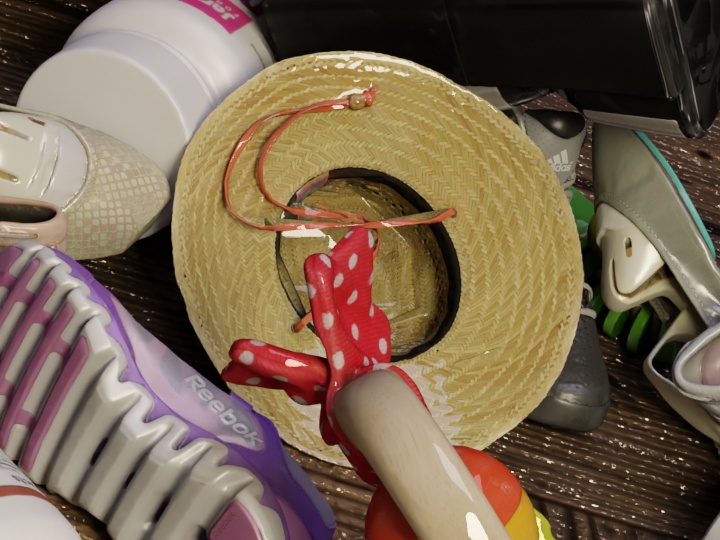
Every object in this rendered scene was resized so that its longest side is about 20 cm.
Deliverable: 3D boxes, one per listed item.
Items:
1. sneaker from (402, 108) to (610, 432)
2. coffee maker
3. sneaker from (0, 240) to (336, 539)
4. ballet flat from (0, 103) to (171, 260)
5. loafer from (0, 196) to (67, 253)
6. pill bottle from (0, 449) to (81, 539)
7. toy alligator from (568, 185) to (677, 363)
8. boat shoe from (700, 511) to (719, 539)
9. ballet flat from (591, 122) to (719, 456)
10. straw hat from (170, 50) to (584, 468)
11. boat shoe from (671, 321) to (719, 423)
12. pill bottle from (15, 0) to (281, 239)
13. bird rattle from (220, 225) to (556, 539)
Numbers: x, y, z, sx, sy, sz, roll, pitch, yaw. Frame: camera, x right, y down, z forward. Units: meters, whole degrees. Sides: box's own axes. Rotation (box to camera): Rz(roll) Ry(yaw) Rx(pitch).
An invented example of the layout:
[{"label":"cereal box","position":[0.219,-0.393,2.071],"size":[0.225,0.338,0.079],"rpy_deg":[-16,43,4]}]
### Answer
[{"label":"sneaker","position":[0.085,-0.019,1.403],"size":[0.075,0.116,0.200],"rpy_deg":[9,33,-30]},{"label":"coffee maker","position":[0.062,-0.140,1.326],"size":[0.199,0.135,0.192],"rpy_deg":[0,-19,24]},{"label":"sneaker","position":[-0.084,0.067,1.175],"size":[0.200,0.081,0.088],"rpy_deg":[47,29,23]},{"label":"ballet flat","position":[-0.185,-0.050,1.268],"size":[0.199,0.068,0.062],"rpy_deg":[12,-13,2]},{"label":"loafer","position":[-0.224,-0.027,1.222],"size":[0.199,0.063,0.072],"rpy_deg":[16,30,-18]},{"label":"pill bottle","position":[-0.169,0.102,1.003],"size":[0.112,0.112,0.200],"rpy_deg":[-11,45,-48]},{"label":"toy alligator","position":[0.120,-0.005,1.481],"size":[0.200,0.059,0.054],"rpy_deg":[36,70,17]},{"label":"boat shoe","position":[0.232,0.114,1.347],"size":[0.071,0.072,0.200],"rpy_deg":[44,36,20]},{"label":"ballet flat","position":[0.156,0.016,1.401],"size":[0.064,0.067,0.200],"rpy_deg":[-31,83,-15]},{"label":"straw hat","position":[0.000,0.000,1.329],"size":[0.200,0.202,0.085],"rpy_deg":[21,-14,-9]},{"label":"boat shoe","position":[0.243,0.020,1.312],"size":[0.065,0.201,0.075],"rpy_deg":[22,50,-64]},{"label":"pill bottle","position":[-0.082,-0.090,1.389],"size":[0.113,0.114,0.200],"rpy_deg":[31,29,10]},{"label":"bird rattle","position":[0.031,0.084,1.059],"size":[0.112,0.201,0.163],"rpy_deg":[-24,14,-9]}]
